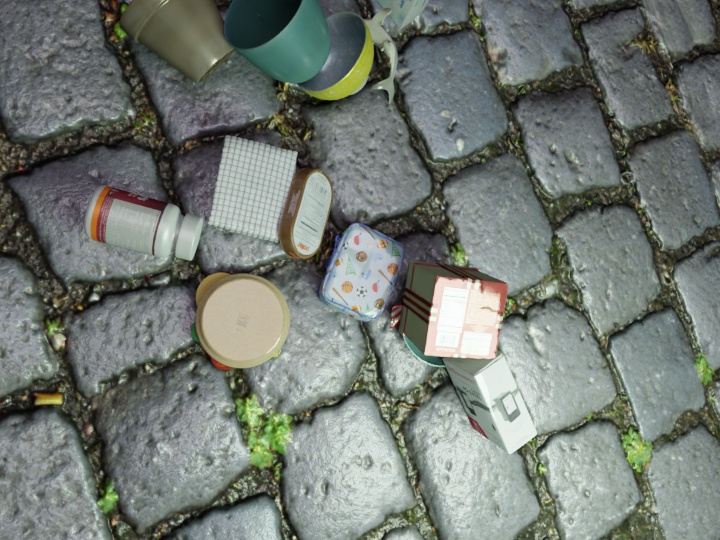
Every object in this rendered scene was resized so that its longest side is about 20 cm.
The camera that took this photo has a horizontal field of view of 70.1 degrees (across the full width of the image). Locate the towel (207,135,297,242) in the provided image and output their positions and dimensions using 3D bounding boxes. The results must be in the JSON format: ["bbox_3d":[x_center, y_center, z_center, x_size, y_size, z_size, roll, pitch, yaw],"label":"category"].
[{"bbox_3d":[-0.228,-0.168,1.091,0.164,0.085,0.202,11,84,-20],"label":"towel"}]

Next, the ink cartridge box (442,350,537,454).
[{"bbox_3d":[0.274,0.266,1.105,0.083,0.145,0.201,-29,103,-14],"label":"ink cartridge box"}]

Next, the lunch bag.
[{"bbox_3d":[0.000,0.000,1.132,0.159,0.076,0.202,25,78,-8],"label":"lunch bag"}]

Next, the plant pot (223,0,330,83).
[{"bbox_3d":[-0.156,-0.493,1.072,0.199,0.161,0.203,-10,67,25],"label":"plant pot"}]

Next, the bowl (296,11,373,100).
[{"bbox_3d":[-0.042,-0.462,1.157,0.107,0.199,0.202,28,71,-52],"label":"bowl"}]

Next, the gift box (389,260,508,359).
[{"bbox_3d":[0.175,0.089,1.073,0.183,0.187,0.202,11,99,-15],"label":"gift box"}]

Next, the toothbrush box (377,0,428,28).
[{"bbox_3d":[0.082,-0.711,1.217,0.085,0.146,0.200,-42,95,-16],"label":"toothbrush box"}]

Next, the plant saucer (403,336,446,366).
[{"bbox_3d":[0.181,0.119,1.180,0.198,0.036,0.202,2,82,-14],"label":"plant saucer"}]

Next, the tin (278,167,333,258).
[{"bbox_3d":[-0.114,-0.124,1.103,0.112,0.042,0.202,28,73,-51],"label":"tin"}]

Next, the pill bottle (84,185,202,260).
[{"bbox_3d":[-0.423,-0.089,1.015,0.198,0.110,0.111,15,79,-12],"label":"pill bottle"}]

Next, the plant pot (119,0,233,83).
[{"bbox_3d":[-0.361,-0.497,1.064,0.200,0.200,0.174,-47,112,-16],"label":"plant pot"}]

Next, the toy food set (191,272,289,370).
[{"bbox_3d":[-0.246,0.106,1.064,0.198,0.049,0.200,4,81,-14],"label":"toy food set"}]

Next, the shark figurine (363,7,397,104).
[{"bbox_3d":[0.057,-0.522,1.223,0.127,0.089,0.216,-30,81,17],"label":"shark figurine"}]
